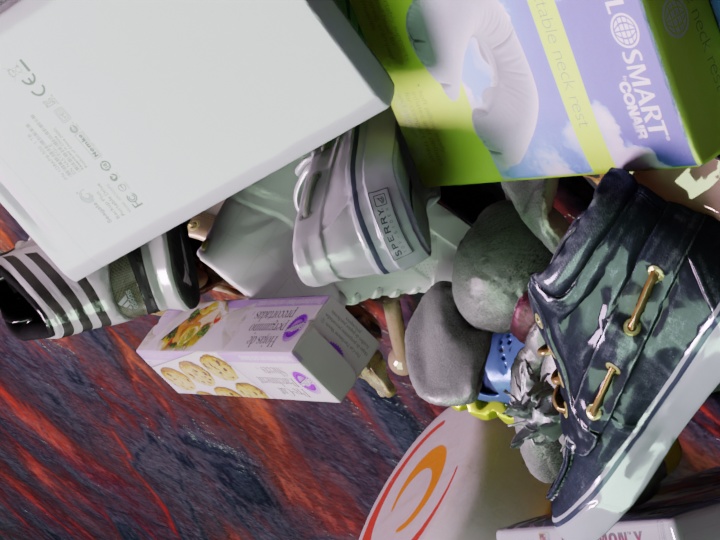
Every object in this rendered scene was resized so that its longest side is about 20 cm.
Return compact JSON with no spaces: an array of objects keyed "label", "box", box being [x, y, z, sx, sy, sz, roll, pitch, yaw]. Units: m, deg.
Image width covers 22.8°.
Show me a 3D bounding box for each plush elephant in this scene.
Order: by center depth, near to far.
[{"label":"plush elephant","box":[0.112,0.024,0.956,0.199,0.156,0.165,5,135,-46]}]

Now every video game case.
[{"label":"video game case","box":[0.208,0.137,1.063,0.198,0.023,0.182,-11,176,-29]}]

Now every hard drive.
[{"label":"hard drive","box":[-0.101,-0.086,0.830,0.199,0.027,0.132,-27,115,28]}]

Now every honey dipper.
[{"label":"honey dipper","box":[0.024,0.027,1.197,0.038,0.038,0.200,21,160,16]}]

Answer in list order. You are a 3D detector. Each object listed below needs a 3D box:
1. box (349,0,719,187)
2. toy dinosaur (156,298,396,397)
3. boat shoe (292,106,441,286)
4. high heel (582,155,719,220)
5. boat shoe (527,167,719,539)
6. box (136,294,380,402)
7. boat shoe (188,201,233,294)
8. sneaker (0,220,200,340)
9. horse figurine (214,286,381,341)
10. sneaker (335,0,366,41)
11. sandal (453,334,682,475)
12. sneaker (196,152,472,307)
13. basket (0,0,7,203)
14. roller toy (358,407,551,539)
[{"label":"box","box":[0.084,-0.102,0.773,0.199,0.048,0.123,-2,116,52]},{"label":"toy dinosaur","box":[-0.074,0.035,1.114,0.198,0.059,0.101,14,164,-13]},{"label":"boat shoe","box":[-0.003,-0.048,0.890,0.066,0.200,0.074,-20,104,9]},{"label":"high heel","box":[0.159,-0.004,0.816,0.199,0.143,0.072,26,137,-5]},{"label":"boat shoe","box":[0.109,0.039,0.799,0.090,0.071,0.201,32,135,7]},{"label":"box","box":[-0.060,0.042,0.965,0.041,0.039,0.199,44,158,-22]},{"label":"boat shoe","box":[-0.104,-0.018,1.089,0.198,0.070,0.074,4,152,31]},{"label":"sneaker","box":[-0.155,-0.030,0.989,0.114,0.201,0.076,-16,119,0]},{"label":"horse figurine","box":[-0.052,0.017,1.218,0.132,0.050,0.200,26,167,-3]},{"label":"sneaker","box":[-0.057,-0.155,0.829,0.200,0.084,0.074,41,155,-27]},{"label":"sandal","box":[0.118,0.058,1.121,0.199,0.079,0.088,20,121,38]},{"label":"sneaker","box":[0.000,0.000,1.019,0.199,0.116,0.074,28,-176,-27]},{"label":"basket","box":[-0.179,-0.138,0.905,0.199,0.124,0.136,34,125,-12]},{"label":"roller toy","box":[0.094,0.193,1.277,0.139,0.201,0.183,33,-168,-12]}]
